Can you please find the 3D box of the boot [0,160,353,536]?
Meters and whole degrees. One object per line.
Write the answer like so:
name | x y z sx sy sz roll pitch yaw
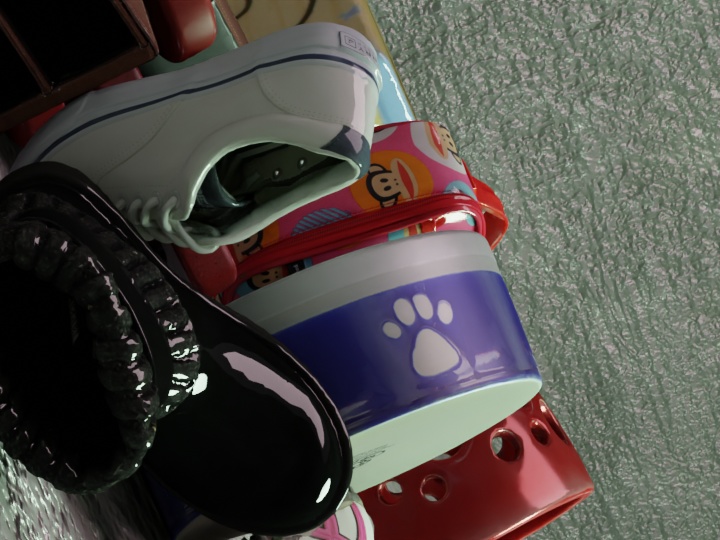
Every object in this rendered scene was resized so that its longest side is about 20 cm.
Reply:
boot | -0.081 0.051 0.847 0.211 0.079 0.158 41 5 -15

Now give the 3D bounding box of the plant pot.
plant pot | 0.035 0.123 1.480 0.183 0.200 0.200 61 2 13

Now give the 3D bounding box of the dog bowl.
dog bowl | -0.015 0.059 1.039 0.200 0.199 0.079 52 14 -77

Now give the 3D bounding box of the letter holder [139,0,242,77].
letter holder | -0.130 -0.149 1.392 0.200 0.100 0.143 62 4 -58

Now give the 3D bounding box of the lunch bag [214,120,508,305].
lunch bag | 0.000 0.000 1.203 0.200 0.175 0.082 89 -20 -61

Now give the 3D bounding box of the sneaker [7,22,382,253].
sneaker | -0.080 -0.043 0.927 0.073 0.199 0.071 39 40 -39

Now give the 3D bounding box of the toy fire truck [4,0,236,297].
toy fire truck | -0.131 -0.080 1.087 0.201 0.112 0.168 63 -17 -16

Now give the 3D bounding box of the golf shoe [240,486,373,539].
golf shoe | -0.030 0.160 0.991 0.092 0.072 0.200 55 18 2

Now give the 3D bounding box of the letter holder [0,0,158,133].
letter holder | -0.180 -0.182 0.950 0.142 0.100 0.201 60 7 -48

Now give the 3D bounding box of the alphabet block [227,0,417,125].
alphabet block | -0.059 -0.116 1.623 0.201 0.194 0.197 -111 178 -47
